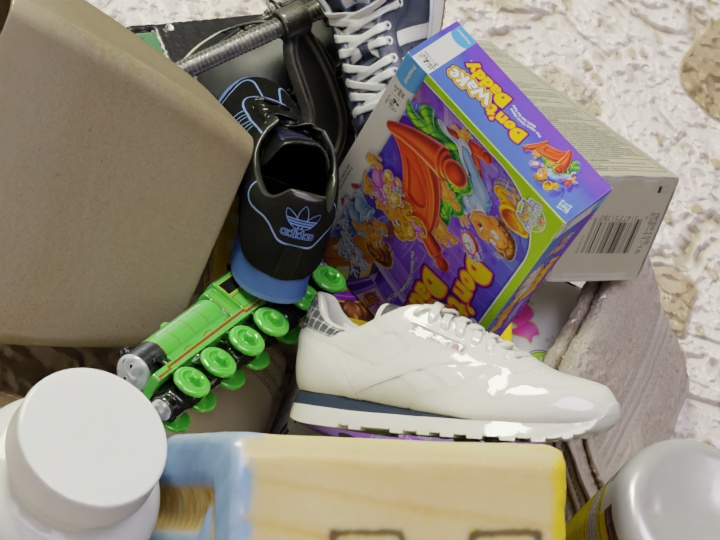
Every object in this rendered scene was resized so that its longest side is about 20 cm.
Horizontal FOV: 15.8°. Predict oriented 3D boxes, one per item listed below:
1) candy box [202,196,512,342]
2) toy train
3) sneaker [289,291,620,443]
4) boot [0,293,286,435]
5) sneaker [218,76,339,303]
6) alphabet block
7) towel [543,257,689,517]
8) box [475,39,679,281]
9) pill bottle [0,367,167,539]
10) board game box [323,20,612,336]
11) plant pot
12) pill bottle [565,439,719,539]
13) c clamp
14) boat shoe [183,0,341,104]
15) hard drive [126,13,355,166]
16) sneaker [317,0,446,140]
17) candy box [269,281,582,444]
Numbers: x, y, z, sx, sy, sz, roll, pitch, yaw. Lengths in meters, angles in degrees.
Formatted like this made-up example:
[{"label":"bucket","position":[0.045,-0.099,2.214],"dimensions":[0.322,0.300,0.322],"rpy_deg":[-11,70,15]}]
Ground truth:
[{"label":"candy box","position":[0.000,0.000,1.634],"dimensions":[0.199,0.026,0.103],"rpy_deg":[12,52,-15]},{"label":"toy train","position":[-0.075,0.033,1.510],"dimensions":[0.056,0.042,0.200],"rpy_deg":[39,35,10]},{"label":"sneaker","position":[0.053,0.058,1.479],"dimensions":[0.199,0.076,0.081],"rpy_deg":[5,83,22]},{"label":"boot","position":[-0.143,0.077,1.572],"dimensions":[0.199,0.073,0.156],"rpy_deg":[22,53,-14]},{"label":"sneaker","position":[-0.047,-0.069,1.564],"dimensions":[0.070,0.078,0.200],"rpy_deg":[11,36,-19]},{"label":"alphabet block","position":[-0.014,0.191,1.451],"dimensions":[0.199,0.195,0.198],"rpy_deg":[4,86,-23]},{"label":"towel","position":[0.167,0.073,1.689],"dimensions":[0.200,0.034,0.133],"rpy_deg":[-59,136,-48]},{"label":"box","position":[0.102,-0.076,1.693],"dimensions":[0.095,0.078,0.200],"rpy_deg":[-1,30,-41]},{"label":"pill bottle","position":[-0.176,0.138,1.434],"dimensions":[0.112,0.200,0.113],"rpy_deg":[13,54,-18]},{"label":"board game box","position":[0.052,-0.035,1.535],"dimensions":[0.045,0.200,0.135],"rpy_deg":[-34,76,-34]},{"label":"plant pot","position":[-0.179,-0.060,1.533],"dimensions":[0.176,0.201,0.200],"rpy_deg":[20,11,-23]},{"label":"pill bottle","position":[0.163,0.192,1.565],"dimensions":[0.109,0.200,0.110],"rpy_deg":[12,55,-18]},{"label":"c clamp","position":[-0.087,-0.116,1.663],"dimensions":[0.200,0.027,0.171],"rpy_deg":[-32,114,-21]},{"label":"boat shoe","position":[-0.043,-0.150,1.731],"dimensions":[0.199,0.062,0.075],"rpy_deg":[-24,74,-34]},{"label":"hard drive","position":[-0.075,-0.106,1.749],"dimensions":[0.199,0.038,0.140],"rpy_deg":[-9,64,-31]},{"label":"sneaker","position":[0.009,-0.139,1.640],"dimensions":[0.108,0.070,0.201],"rpy_deg":[42,41,-53]},{"label":"candy box","position":[0.046,0.070,1.671],"dimensions":[0.167,0.072,0.201],"rpy_deg":[26,52,-8]}]
